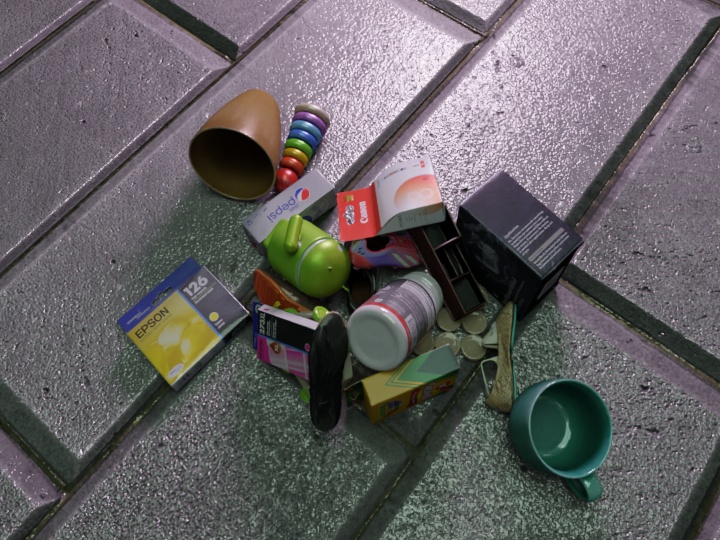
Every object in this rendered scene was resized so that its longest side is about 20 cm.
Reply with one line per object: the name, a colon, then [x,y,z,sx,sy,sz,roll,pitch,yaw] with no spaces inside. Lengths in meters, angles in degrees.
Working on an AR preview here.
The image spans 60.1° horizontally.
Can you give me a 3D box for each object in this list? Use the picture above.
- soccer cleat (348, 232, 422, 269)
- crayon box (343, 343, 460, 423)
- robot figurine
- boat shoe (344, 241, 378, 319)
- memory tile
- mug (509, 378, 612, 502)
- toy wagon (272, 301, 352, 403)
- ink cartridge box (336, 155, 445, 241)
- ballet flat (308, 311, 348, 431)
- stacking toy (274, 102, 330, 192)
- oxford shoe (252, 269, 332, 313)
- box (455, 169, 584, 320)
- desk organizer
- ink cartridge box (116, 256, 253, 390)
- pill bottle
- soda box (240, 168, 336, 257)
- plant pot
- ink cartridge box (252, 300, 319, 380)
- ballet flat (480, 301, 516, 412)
soccer cleat: [0.066,-0.045,1.206,0.197,0.077,0.068,-6,59,-32]
crayon box: [0.071,0.206,1.089,0.197,0.127,0.051,-21,65,-7]
robot figurine: [-0.099,-0.023,1.177,0.116,0.176,0.199,-50,49,-8]
boat shoe: [0.000,0.000,1.223,0.070,0.068,0.203,-3,63,3]
memory tile: [0.146,0.095,1.200,0.196,0.017,0.156,4,64,4]
mug: [0.326,0.279,1.045,0.149,0.114,0.189,11,77,-8]
toy wagon: [-0.093,0.135,1.123,0.039,0.156,0.201,-12,55,-49]
ink cartridge box: [0.050,-0.138,1.166,0.196,0.051,0.164,-10,41,3]
ballet flat: [-0.058,0.167,1.038,0.065,0.057,0.204,5,97,-8]
stacking toy: [-0.133,-0.257,1.347,0.084,0.086,0.203,15,71,9]
oxford shoe: [-0.130,0.058,1.209,0.199,0.072,0.073,39,44,20]
box: [0.281,-0.043,1.162,0.117,0.197,0.200,-39,69,-15]
desk organizer: [0.168,-0.014,1.170,0.071,0.077,0.203,-25,83,-11]
ink cartridge box: [-0.344,0.090,1.202,0.199,0.047,0.198,41,73,16]
pill bottle: [0.068,0.081,1.094,0.115,0.117,0.200,31,32,15]
soda box: [-0.145,-0.119,1.284,0.199,0.064,0.068,-39,67,-16]
plant pot: [-0.242,-0.289,1.319,0.183,0.188,0.202,9,52,6]
ink cartridge box: [-0.138,0.124,1.112,0.198,0.097,0.037,15,18,40]
ballet flat: [0.252,0.154,1.134,0.064,0.071,0.204,1,69,12]
